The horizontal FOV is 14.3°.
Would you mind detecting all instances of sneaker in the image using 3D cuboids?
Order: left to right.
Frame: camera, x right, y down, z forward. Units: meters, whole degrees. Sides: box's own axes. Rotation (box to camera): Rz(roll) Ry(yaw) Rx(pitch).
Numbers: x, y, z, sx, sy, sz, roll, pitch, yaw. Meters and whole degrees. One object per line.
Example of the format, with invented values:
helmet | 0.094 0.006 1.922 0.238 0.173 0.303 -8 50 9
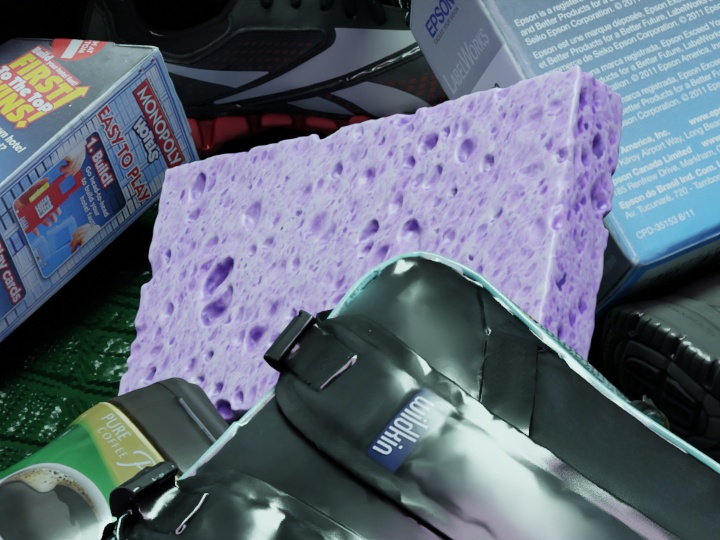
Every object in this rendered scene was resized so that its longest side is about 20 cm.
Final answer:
sneaker | -0.020 -0.100 1.151 0.200 0.098 0.071 -7 43 -4
sneaker | 0.180 0.052 1.003 0.091 0.076 0.200 -31 52 -31

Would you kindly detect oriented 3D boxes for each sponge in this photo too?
sponge | 0.000 0.000 1.007 0.200 0.030 0.112 -12 56 41

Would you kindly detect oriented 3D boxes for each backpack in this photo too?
backpack | 0.040 0.120 0.852 0.200 0.153 0.176 30 62 35

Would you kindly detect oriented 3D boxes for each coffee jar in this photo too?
coffee jar | -0.113 0.117 0.950 0.200 0.085 0.104 -26 47 -19

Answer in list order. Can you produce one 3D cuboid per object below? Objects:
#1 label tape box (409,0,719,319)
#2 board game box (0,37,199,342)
label tape box | 0.101 -0.098 1.080 0.143 0.066 0.200 -22 73 -24
board game box | -0.176 -0.034 1.108 0.200 0.062 0.200 -33 43 -17
